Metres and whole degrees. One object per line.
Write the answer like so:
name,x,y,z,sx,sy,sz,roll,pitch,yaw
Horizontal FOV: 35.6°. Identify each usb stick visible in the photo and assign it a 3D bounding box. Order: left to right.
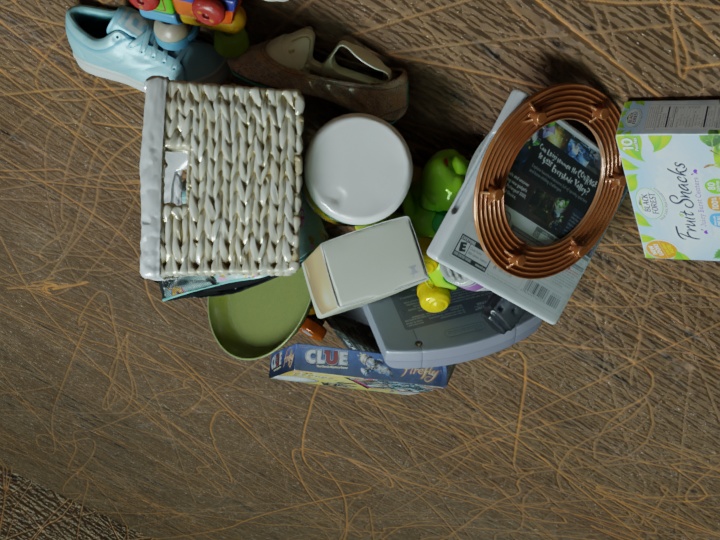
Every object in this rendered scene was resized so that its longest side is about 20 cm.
usb stick,0.200,-0.021,1.204,0.033,0.201,0.055,33,173,35

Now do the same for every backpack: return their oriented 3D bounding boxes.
backpack,-0.147,-0.054,1.367,0.198,0.176,0.155,-2,107,28

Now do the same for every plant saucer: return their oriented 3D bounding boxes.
plant saucer,-0.123,0.021,1.470,0.199,0.202,0.031,-9,160,40

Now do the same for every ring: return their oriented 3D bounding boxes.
ring,0.195,-0.084,1.110,0.019,0.201,0.201,32,167,50

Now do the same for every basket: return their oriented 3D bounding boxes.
basket,-0.142,-0.087,1.173,0.159,0.201,0.200,2,179,-6

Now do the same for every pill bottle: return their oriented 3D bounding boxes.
pill bottle,-0.010,-0.104,1.212,0.112,0.114,0.200,24,179,-6

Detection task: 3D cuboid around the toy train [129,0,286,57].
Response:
toy train,-0.131,-0.259,1.131,0.198,0.085,0.116,14,153,11

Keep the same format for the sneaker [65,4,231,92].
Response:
sneaker,-0.239,-0.246,1.225,0.198,0.075,0.082,10,151,16

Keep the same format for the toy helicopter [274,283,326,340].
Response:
toy helicopter,-0.121,0.012,1.556,0.199,0.079,0.132,25,167,21

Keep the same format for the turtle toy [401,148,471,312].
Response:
turtle toy,0.098,-0.056,1.274,0.100,0.147,0.201,-11,143,7

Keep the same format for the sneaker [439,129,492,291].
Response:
sneaker,0.158,-0.072,1.199,0.072,0.202,0.114,33,-170,33

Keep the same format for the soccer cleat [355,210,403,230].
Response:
soccer cleat,0.072,-0.005,1.404,0.199,0.084,0.065,35,147,-21

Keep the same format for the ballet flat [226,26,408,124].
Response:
ballet flat,-0.041,-0.216,1.175,0.198,0.068,0.068,16,131,-2

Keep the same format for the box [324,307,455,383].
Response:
box,0.037,0.082,1.495,0.157,0.049,0.200,18,164,22

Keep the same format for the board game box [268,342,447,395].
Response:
board game box,-0.005,0.127,1.430,0.198,0.035,0.135,9,168,-17

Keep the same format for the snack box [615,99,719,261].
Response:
snack box,0.347,-0.087,1.138,0.141,0.053,0.201,4,146,28

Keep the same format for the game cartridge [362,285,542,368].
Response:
game cartridge,0.108,0.049,1.335,0.198,0.134,0.041,-13,134,-11

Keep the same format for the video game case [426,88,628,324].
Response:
video game case,0.177,-0.059,1.136,0.199,0.183,0.023,26,-177,-39

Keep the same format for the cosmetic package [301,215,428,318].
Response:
cosmetic package,0.000,0.000,1.225,0.104,0.072,0.200,-17,177,-11
